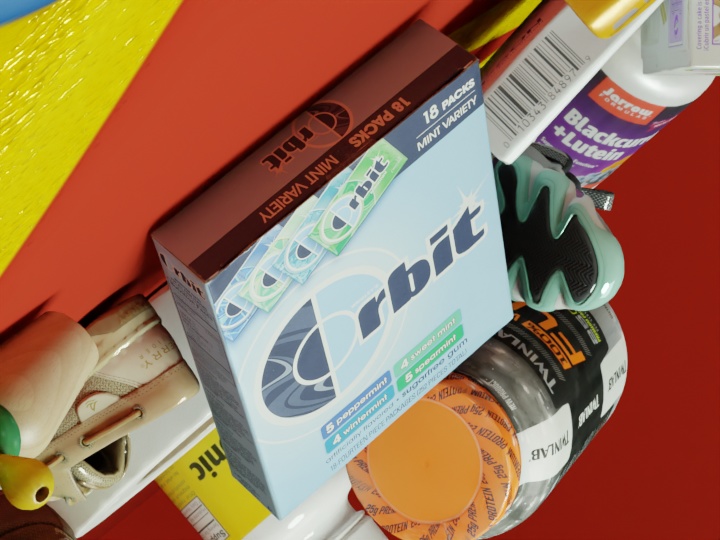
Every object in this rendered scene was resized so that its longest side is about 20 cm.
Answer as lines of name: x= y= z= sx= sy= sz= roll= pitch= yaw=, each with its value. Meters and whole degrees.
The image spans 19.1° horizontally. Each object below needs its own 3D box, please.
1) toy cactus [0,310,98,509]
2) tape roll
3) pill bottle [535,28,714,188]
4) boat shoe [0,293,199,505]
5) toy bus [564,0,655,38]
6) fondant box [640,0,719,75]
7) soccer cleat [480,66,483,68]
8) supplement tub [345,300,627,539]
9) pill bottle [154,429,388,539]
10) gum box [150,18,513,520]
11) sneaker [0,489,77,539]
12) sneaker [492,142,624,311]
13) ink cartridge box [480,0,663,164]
toy cactus: x=-0.159 y=0.086 z=0.854 sx=0.165 sy=0.102 sz=0.200 roll=-50 pitch=174 yaw=-32
tape roll: x=-0.109 y=0.063 z=1.232 sx=0.202 sy=0.071 sz=0.202 roll=-40 pitch=177 yaw=-3
pill bottle: x=0.172 y=-0.142 z=1.439 sx=0.111 sy=0.112 sz=0.200 roll=-38 pitch=176 yaw=-40
boat shoe: x=-0.153 y=0.090 z=1.088 sx=0.071 sy=0.065 sz=0.200 roll=-37 pitch=176 yaw=-47
toy bus: x=0.171 y=-0.200 z=1.016 sx=0.200 sy=0.065 sz=0.078 roll=-41 pitch=176 yaw=13
fondant box: x=0.266 y=-0.137 z=1.190 sx=0.198 sy=0.059 sz=0.144 roll=-1 pitch=-176 yaw=-2
soccer cleat: x=0.028 y=-0.063 z=1.344 sx=0.199 sy=0.068 sz=0.073 roll=-37 pitch=153 yaw=-9
supplement tub: x=0.071 y=0.075 z=1.214 sx=0.122 sy=0.123 sz=0.200 roll=-42 pitch=178 yaw=27
pill bottle: x=-0.074 y=0.133 z=1.442 sx=0.111 sy=0.200 sz=0.111 roll=-40 pitch=178 yaw=-2
gum box: x=-0.006 y=0.004 z=1.032 sx=0.170 sy=0.044 sz=0.201 roll=-40 pitch=147 yaw=-19
sneaker: x=-0.197 y=0.183 z=0.931 sx=0.201 sy=0.070 sz=0.075 roll=-55 pitch=-151 yaw=-12
sneaker: x=0.109 y=-0.036 z=1.238 sx=0.139 sy=0.200 sz=0.078 roll=2 pitch=115 yaw=-44
ink cartridge box: x=0.130 y=-0.151 z=1.173 sx=0.200 sy=0.041 sz=0.200 roll=-47 pitch=-176 yaw=7
